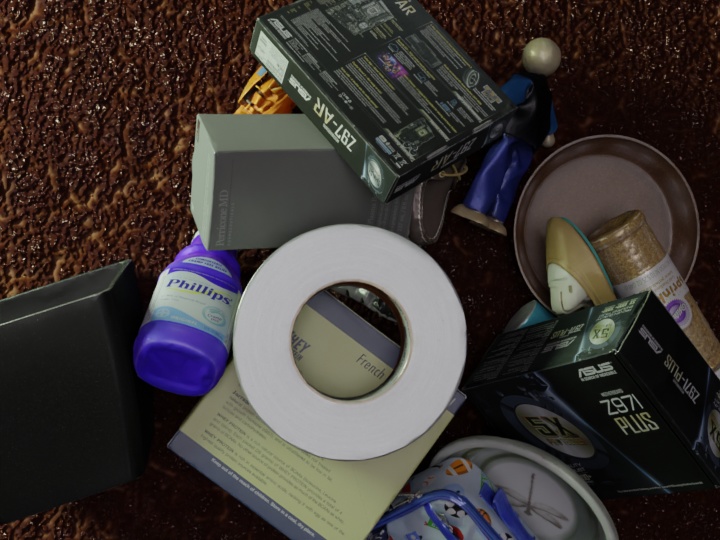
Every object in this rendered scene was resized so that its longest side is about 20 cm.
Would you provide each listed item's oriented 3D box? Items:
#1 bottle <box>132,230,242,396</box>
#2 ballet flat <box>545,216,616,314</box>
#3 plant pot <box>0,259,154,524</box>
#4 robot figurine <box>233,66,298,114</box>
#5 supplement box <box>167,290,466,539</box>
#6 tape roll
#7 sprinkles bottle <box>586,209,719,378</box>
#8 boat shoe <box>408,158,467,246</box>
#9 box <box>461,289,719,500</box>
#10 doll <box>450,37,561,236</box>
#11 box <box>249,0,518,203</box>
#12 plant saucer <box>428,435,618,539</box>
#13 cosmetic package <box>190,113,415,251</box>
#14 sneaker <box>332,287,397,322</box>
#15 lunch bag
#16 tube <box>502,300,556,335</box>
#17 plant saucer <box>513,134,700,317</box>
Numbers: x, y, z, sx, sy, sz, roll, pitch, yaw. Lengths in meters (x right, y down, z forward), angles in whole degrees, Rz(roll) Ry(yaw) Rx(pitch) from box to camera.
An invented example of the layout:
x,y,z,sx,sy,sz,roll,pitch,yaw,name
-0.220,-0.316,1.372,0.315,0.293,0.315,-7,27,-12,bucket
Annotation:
x,y,z,sx,sy,sz,roll,pitch,yaw,name
-0.153,0.029,0.937,0.083,0.200,0.065,19,124,-8,bottle
0.227,0.043,0.983,0.063,0.069,0.200,-34,94,-15,ballet flat
-0.290,0.114,0.928,0.199,0.200,0.178,-17,100,-5,plant pot
-0.040,-0.181,1.003,0.145,0.058,0.200,43,94,14,robot figurine
-0.042,0.140,0.965,0.200,0.134,0.200,36,85,-2,supplement box
-0.010,0.062,0.870,0.199,0.066,0.201,0,86,-6,tape roll
0.301,0.039,0.997,0.068,0.068,0.200,-33,95,-5,sprinkles bottle
0.077,-0.122,1.012,0.059,0.072,0.201,3,82,31,boat shoe
0.225,0.125,0.932,0.164,0.200,0.086,51,53,-13,box
0.156,-0.140,1.009,0.048,0.136,0.201,23,92,37,doll
0.021,-0.176,0.913,0.160,0.044,0.200,-33,74,-31,box
0.162,0.229,0.971,0.200,0.200,0.050,44,48,-1,plant saucer
-0.054,-0.085,0.935,0.199,0.090,0.107,-7,125,-21,cosmetic package
0.000,0.000,1.010,0.200,0.090,0.067,30,92,24,sneaker
0.100,0.279,0.959,0.160,0.076,0.200,-35,100,36,lunch bag
0.236,0.115,1.034,0.200,0.050,0.077,41,93,-6,tube
0.252,-0.039,1.038,0.199,0.034,0.201,0,91,-7,plant saucer
